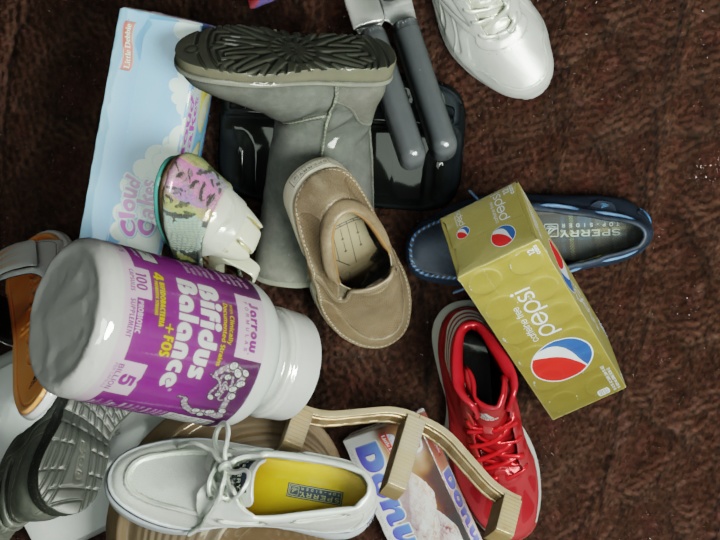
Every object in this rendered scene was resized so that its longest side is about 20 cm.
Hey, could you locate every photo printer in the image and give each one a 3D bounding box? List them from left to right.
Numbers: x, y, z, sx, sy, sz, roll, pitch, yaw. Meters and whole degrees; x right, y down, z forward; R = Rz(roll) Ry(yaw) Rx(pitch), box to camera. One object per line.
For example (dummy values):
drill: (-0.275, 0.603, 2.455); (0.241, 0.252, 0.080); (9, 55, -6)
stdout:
photo printer: (-0.203, 0.118, 1.273); (0.198, 0.069, 0.168); (-25, 95, 5)

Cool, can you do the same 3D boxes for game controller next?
game controller: (-0.016, -0.104, 1.261); (0.197, 0.042, 0.106); (4, 111, 2)

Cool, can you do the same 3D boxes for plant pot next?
plant pot: (-0.090, 0.204, 1.223); (0.199, 0.093, 0.203); (-11, 114, -25)

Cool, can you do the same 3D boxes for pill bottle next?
pill bottle: (-0.128, 0.051, 1.134); (0.199, 0.112, 0.113); (15, 99, -38)

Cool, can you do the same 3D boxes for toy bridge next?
toy bridge: (0.032, 0.142, 1.208); (0.198, 0.027, 0.068); (24, 58, -6)

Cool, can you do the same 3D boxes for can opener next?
can opener: (0.025, -0.178, 1.215); (0.052, 0.067, 0.202); (-15, 80, -6)

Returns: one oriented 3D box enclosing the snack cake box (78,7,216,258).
snack cake box: (-0.162, -0.097, 1.223); (0.066, 0.115, 0.202); (11, 97, 1)

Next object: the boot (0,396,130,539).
boot: (-0.225, 0.112, 1.192); (0.068, 0.201, 0.130); (41, 141, -21)

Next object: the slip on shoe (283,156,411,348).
slip on shoe: (0.000, 0.000, 1.202); (0.076, 0.061, 0.201); (-32, 136, -12)

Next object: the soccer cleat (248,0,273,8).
soccer cleat: (-0.114, -0.266, 1.181); (0.073, 0.069, 0.199); (-33, 139, 23)

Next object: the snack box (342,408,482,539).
snack box: (0.059, 0.216, 1.287); (0.071, 0.024, 0.202); (-22, 96, 26)

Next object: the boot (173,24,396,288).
boot: (-0.063, -0.081, 1.199); (0.180, 0.073, 0.201); (4, 130, -13)

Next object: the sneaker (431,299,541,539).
sneaker: (0.097, 0.129, 1.239); (0.078, 0.116, 0.202); (-18, 96, 4)

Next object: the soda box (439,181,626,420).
soda box: (0.133, 0.027, 1.193); (0.067, 0.064, 0.200); (-25, 134, 12)

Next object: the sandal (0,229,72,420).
sandal: (-0.259, 0.026, 1.199); (0.059, 0.207, 0.079); (34, 111, -31)

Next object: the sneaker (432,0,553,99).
sneaker: (0.083, -0.218, 1.206); (0.078, 0.099, 0.201); (-33, 95, 6)

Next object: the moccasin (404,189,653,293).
moccasin: (0.132, -0.031, 1.242); (0.198, 0.068, 0.081); (-12, 96, 4)

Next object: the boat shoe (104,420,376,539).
boat shoe: (-0.086, 0.152, 1.125); (0.199, 0.086, 0.075); (8, 66, 1)

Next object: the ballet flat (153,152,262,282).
ballet flat: (-0.109, -0.018, 1.187); (0.071, 0.201, 0.070); (23, 62, 12)
